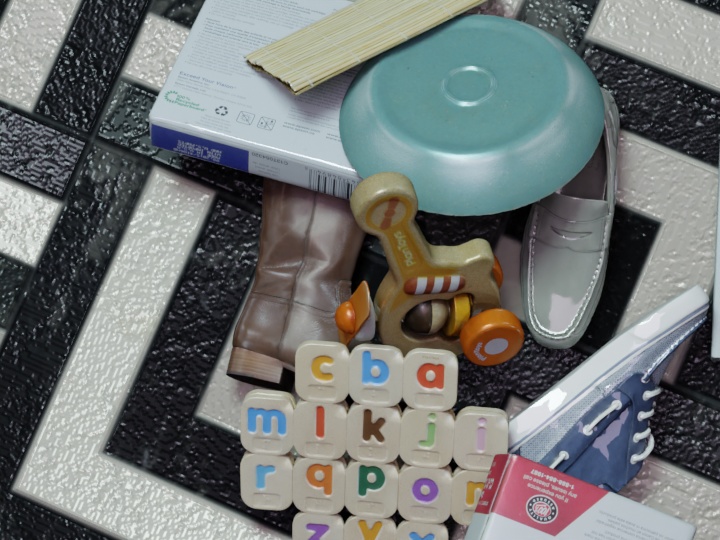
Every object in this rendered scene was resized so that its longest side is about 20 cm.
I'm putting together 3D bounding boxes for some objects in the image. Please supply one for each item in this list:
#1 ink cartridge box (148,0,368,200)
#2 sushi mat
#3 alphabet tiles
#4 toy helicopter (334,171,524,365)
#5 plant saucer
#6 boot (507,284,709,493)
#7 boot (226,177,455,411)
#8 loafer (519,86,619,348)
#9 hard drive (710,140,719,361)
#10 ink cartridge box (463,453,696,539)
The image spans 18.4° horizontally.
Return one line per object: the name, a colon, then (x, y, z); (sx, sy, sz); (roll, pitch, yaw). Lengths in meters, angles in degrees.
ink cartridge box: (-0.039, -0.153, 1.723); (0.195, 0.043, 0.201); (16, 53, 9)
sushi mat: (0.014, -0.190, 1.691); (0.199, 0.096, 0.012); (-28, 119, -18)
alphabet tiles: (0.010, 0.140, 1.653); (0.198, 0.015, 0.197); (4, 118, 6)
toy helicopter: (0.030, 0.002, 1.591); (0.132, 0.200, 0.079); (-21, 49, 5)
plant saucer: (0.081, -0.126, 1.645); (0.198, 0.036, 0.201); (-4, 50, 4)
boot: (0.197, 0.102, 1.665); (0.200, 0.073, 0.091); (-39, 86, 9)
boot: (0.000, 0.000, 1.707); (0.185, 0.064, 0.201); (11, 79, 6)
loafer: (0.157, -0.042, 1.684); (0.069, 0.070, 0.201); (6, 82, 8)
hard drive: (0.335, -0.029, 1.683); (0.131, 0.026, 0.202); (3, 82, 7)
ink cartridge box: (0.131, 0.248, 1.584); (0.145, 0.083, 0.201); (22, 84, -4)
